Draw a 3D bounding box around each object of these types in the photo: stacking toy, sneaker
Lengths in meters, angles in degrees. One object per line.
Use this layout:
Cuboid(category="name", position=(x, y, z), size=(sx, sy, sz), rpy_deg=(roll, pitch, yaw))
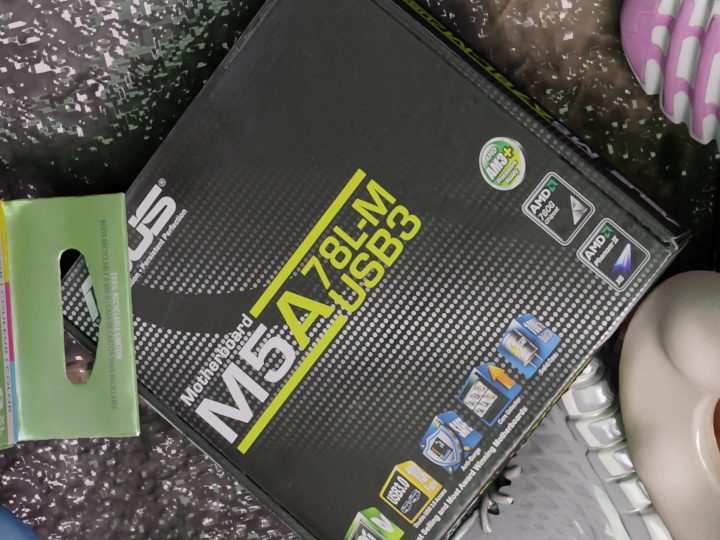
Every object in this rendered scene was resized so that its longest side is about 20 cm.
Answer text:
Cuboid(category="stacking toy", position=(0.217, 0.041, 1.012), size=(0.200, 0.146, 0.147), rpy_deg=(-23, 116, -27))
Cuboid(category="sneaker", position=(0.207, -0.085, 1.039), size=(0.200, 0.089, 0.081), rpy_deg=(22, 146, 7))
Cuboid(category="sneaker", position=(0.066, 0.073, 1.082), size=(0.115, 0.075, 0.200), rpy_deg=(-23, 93, 20))

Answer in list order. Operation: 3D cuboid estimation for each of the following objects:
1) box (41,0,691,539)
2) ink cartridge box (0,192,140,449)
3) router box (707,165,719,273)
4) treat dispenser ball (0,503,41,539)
Cuboid(category="box", position=(0.000, 0.000, 1.028), size=(0.193, 0.048, 0.200), rpy_deg=(41, 106, 7))
Cuboid(category="ink cartridge box", position=(-0.195, 0.025, 1.019), size=(0.199, 0.059, 0.104), rpy_deg=(-4, 90, 8))
Cuboid(category="router box", position=(0.222, 0.054, 1.107), size=(0.149, 0.051, 0.201), rpy_deg=(2, 113, -4))
Cuboid(category="treat dispenser ball", position=(-0.207, 0.180, 1.042), size=(0.200, 0.201, 0.201), rpy_deg=(-2, 113, -4))
